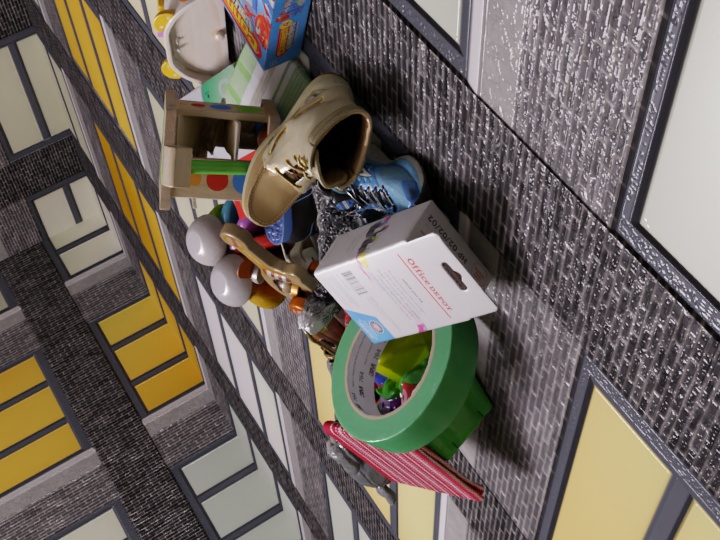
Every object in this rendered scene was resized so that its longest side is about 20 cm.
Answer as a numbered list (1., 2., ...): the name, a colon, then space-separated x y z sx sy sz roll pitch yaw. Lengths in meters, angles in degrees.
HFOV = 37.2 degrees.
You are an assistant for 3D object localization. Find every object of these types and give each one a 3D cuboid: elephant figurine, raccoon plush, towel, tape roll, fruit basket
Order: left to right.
1. towel: -0.105 -0.215 1.404 0.201 0.030 0.150 56 134 25
2. raccoon plush: -0.049 -0.041 1.319 0.134 0.200 0.097 37 166 27
3. elephant figurine: 0.001 0.251 1.741 0.140 0.157 0.200 22 -170 -21
4. towel: 0.051 0.237 1.353 0.144 0.023 0.199 40 158 -27
5. tape roll: 0.048 0.108 1.245 0.048 0.202 0.200 28 -175 -35
6. fruit basket: 0.055 0.136 1.369 0.215 0.156 0.216 39 162 15

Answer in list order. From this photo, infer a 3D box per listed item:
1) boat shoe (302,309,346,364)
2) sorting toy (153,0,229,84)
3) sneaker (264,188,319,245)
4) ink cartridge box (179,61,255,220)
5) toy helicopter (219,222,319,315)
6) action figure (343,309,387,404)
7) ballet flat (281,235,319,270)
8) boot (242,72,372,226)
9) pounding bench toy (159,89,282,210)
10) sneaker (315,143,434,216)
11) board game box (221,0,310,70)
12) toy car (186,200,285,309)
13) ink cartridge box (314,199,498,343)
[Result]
1. boat shoe: -0.031 0.101 1.576 0.072 0.068 0.200 46 177 36
2. sorting toy: -0.256 -0.397 1.570 0.201 0.105 0.182 95 162 -60
3. sneaker: -0.088 -0.136 1.483 0.070 0.077 0.203 29 121 42
4. ink cartridge box: -0.183 -0.185 1.573 0.160 0.050 0.203 -19 88 49
5. toy helicopter: -0.135 -0.010 1.556 0.131 0.080 0.200 9 154 47
6. action figure: 0.002 0.112 1.495 0.065 0.051 0.202 48 155 47
7. ballet flat: -0.102 -0.048 1.628 0.202 0.067 0.062 67 -158 -12
8. boot: -0.061 -0.115 1.201 0.072 0.201 0.156 31 -167 -25
9. pounding bench toy: -0.164 -0.135 1.307 0.200 0.154 0.126 -118 33 -68
10. sneaker: 0.015 -0.085 1.214 0.199 0.089 0.079 28 142 57
11. board game box: -0.132 -0.373 1.267 0.201 0.055 0.196 59 162 12
12. toy car: -0.168 -0.046 1.724 0.201 0.174 0.150 56 131 21
13. ink cartridge box: 0.058 0.001 1.144 0.199 0.068 0.115 -18 121 48
